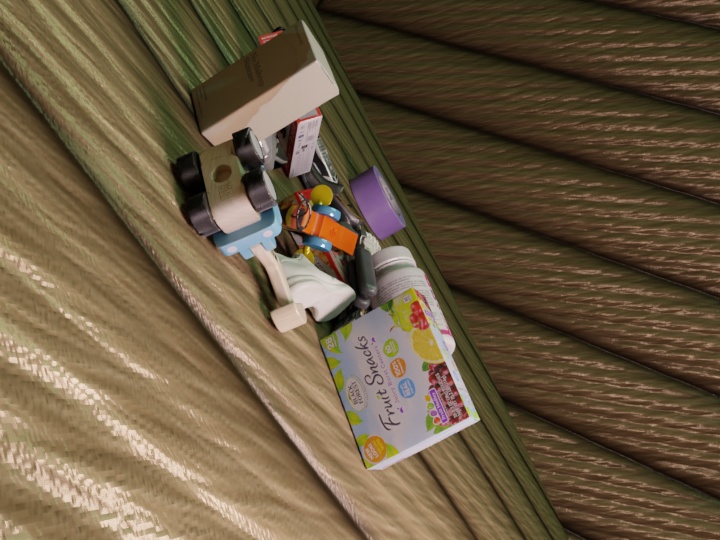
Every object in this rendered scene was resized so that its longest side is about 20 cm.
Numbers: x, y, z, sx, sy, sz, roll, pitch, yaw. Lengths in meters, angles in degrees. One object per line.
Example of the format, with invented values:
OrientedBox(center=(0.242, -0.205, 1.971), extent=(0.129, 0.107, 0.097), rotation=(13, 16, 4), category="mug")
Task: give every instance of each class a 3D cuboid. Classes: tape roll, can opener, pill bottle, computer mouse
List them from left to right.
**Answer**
OrientedBox(center=(-0.080, -0.214, 1.549), extent=(0.110, 0.043, 0.203), rotation=(-52, 119, -73), category="computer mouse")
OrientedBox(center=(-0.016, -0.017, 1.167), extent=(0.066, 0.054, 0.202), rotation=(22, 30, -19), category="can opener")
OrientedBox(center=(0.051, -0.198, 1.987), extent=(0.202, 0.084, 0.201), rotation=(58, 13, -21), category="tape roll")
OrientedBox(center=(0.078, 0.066, 1.171), extent=(0.113, 0.112, 0.203), rotation=(43, 22, -57), category="pill bottle")

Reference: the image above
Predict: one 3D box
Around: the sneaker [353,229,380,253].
OrientedBox(center=(0.018, -0.006, 1.434), extent=(0.082, 0.074, 0.201), rotation=(-93, 156, -45), category="sneaker")

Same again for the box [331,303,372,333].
OrientedBox(center=(0.026, 0.151, 1.158), extent=(0.202, 0.049, 0.158), rotation=(60, 11, -10), category="box")

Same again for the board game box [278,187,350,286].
OrientedBox(center=(-0.067, -0.043, 1.197), extent=(0.203, 0.046, 0.152), rotation=(62, 12, -5), category="board game box")

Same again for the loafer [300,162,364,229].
OrientedBox(center=(-0.063, -0.161, 1.418), extent=(0.202, 0.071, 0.073), rotation=(59, 13, -15), category="loafer")

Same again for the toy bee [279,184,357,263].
OrientedBox(center=(-0.084, -0.080, 1.048), extent=(0.132, 0.107, 0.201), rotation=(-63, 151, -25), category="toy bee")

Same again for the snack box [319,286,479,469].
OrientedBox(center=(0.053, 0.156, 0.970), extent=(0.068, 0.167, 0.203), rotation=(32, 33, -61), category="snack box")

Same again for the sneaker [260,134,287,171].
OrientedBox(center=(-0.168, -0.234, 1.158), extent=(0.202, 0.074, 0.117), rotation=(-94, 164, -51), category="sneaker")

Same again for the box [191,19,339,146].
OrientedBox(center=(-0.139, -0.260, 0.984), extent=(0.078, 0.197, 0.096), rotation=(42, 22, -57), category="box")

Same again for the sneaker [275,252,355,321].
OrientedBox(center=(-0.072, 0.016, 1.001), extent=(0.089, 0.075, 0.200), rotation=(54, 9, 23), category="sneaker")

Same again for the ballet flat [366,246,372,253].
OrientedBox(center=(0.000, 0.000, 1.333), extent=(0.203, 0.071, 0.068), rotation=(67, 11, 22), category="ballet flat")

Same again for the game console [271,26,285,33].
OrientedBox(center=(-0.148, -0.384, 1.462), extent=(0.116, 0.177, 0.200), rotation=(35, -6, 33), category="game console")

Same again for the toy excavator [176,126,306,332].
OrientedBox(center=(-0.128, -0.043, 0.843), extent=(0.201, 0.098, 0.197), rotation=(60, 9, -60), category="toy excavator")

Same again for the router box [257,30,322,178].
OrientedBox(center=(-0.137, -0.297, 1.238), extent=(0.182, 0.048, 0.200), rotation=(65, -17, 14), category="router box")
